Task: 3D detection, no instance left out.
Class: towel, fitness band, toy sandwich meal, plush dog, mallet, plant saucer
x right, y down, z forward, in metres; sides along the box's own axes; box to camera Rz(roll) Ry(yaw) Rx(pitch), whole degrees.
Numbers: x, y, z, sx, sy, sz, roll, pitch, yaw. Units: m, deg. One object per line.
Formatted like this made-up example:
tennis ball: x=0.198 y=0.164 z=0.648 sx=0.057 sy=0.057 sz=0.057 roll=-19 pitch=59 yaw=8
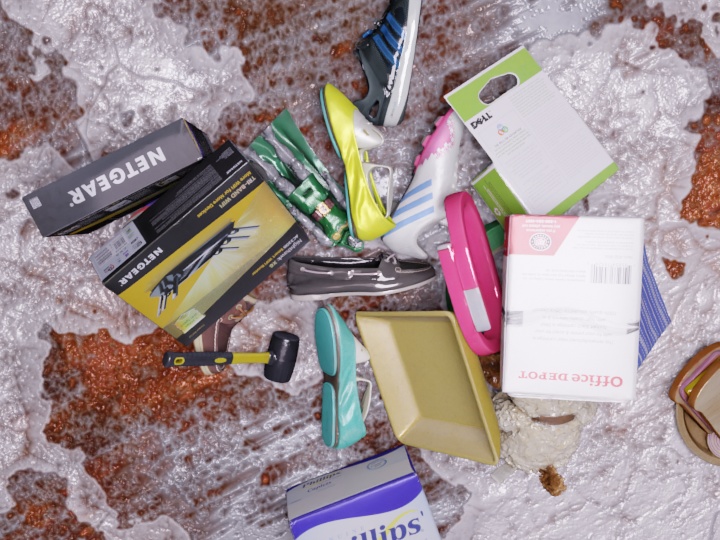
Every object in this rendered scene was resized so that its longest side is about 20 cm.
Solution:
towel: x=0.353 y=0.046 z=0.924 sx=0.200 sy=0.024 sz=0.146 roll=-32 pitch=102 yaw=-45
fitness band: x=0.136 y=0.004 z=0.859 sx=0.037 sy=0.144 sz=0.201 roll=-13 pitch=99 yaw=21
toy sandwich meal: x=0.541 y=0.192 z=1.003 sx=0.203 sy=0.070 sz=0.207 roll=-1 pitch=98 yaw=-5
plush dog: x=0.234 y=0.173 z=0.912 sx=0.198 sy=0.161 sz=0.173 roll=-3 pitch=120 yaw=-4
mallet: x=-0.155 y=0.101 z=0.894 sx=0.199 sy=0.041 sz=0.066 roll=17 pitch=94 yaw=-48
plant saucer: x=0.094 y=0.137 z=0.916 sx=0.048 sy=0.199 sz=0.201 roll=-25 pitch=102 yaw=-33

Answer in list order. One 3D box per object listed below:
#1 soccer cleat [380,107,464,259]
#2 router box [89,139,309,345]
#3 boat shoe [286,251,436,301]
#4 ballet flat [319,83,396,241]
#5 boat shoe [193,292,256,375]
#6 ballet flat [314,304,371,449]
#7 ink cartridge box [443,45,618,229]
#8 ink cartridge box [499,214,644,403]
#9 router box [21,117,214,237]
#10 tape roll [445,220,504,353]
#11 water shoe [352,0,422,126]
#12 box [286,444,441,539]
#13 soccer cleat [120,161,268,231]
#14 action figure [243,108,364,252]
soccer cleat: x=0.099 y=-0.108 z=0.920 sx=0.086 sy=0.070 sz=0.201 roll=30 pitch=103 yaw=8
router box: x=-0.175 y=-0.025 z=0.807 sx=0.200 sy=0.052 sz=0.157 roll=-41 pitch=143 yaw=-3
boat shoe: x=0.000 y=0.000 z=0.931 sx=0.198 sy=0.067 sz=0.057 roll=-7 pitch=105 yaw=0
ballet flat: x=0.004 y=-0.138 z=0.886 sx=0.067 sy=0.067 sz=0.202 roll=-10 pitch=99 yaw=16
boat shoe: x=-0.170 y=0.038 z=0.917 sx=0.071 sy=0.072 sz=0.202 roll=5 pitch=92 yaw=6
ballet flat: x=-0.021 y=0.140 z=0.959 sx=0.070 sy=0.067 sz=0.202 roll=-7 pitch=100 yaw=-28
ink cartridge box: x=0.205 y=-0.160 z=0.903 sx=0.147 sy=0.076 sz=0.201 roll=-35 pitch=87 yaw=-19
ink cartridge box: x=0.234 y=0.039 z=0.805 sx=0.146 sy=0.083 sz=0.202 roll=2 pitch=94 yaw=7
router box: x=-0.274 y=-0.107 z=0.846 sx=0.199 sy=0.157 sz=0.053 roll=-27 pitch=96 yaw=-1
tape roll: x=0.217 y=0.028 z=0.963 sx=0.199 sy=0.048 sz=0.202 roll=-1 pitch=98 yaw=-4
water shoe: x=0.030 y=-0.285 z=0.891 sx=0.078 sy=0.072 sz=0.202 roll=8 pitch=97 yaw=-1
box: x=0.015 y=0.374 z=0.968 sx=0.183 sy=0.105 sz=0.201 roll=-20 pitch=99 yaw=-2
soccer cleat: x=-0.209 y=-0.085 z=0.888 sx=0.199 sy=0.073 sz=0.068 roll=-28 pitch=116 yaw=4
action figure: x=-0.066 y=-0.097 z=0.921 sx=0.200 sy=0.055 sz=0.118 roll=44 pitch=90 yaw=-13
